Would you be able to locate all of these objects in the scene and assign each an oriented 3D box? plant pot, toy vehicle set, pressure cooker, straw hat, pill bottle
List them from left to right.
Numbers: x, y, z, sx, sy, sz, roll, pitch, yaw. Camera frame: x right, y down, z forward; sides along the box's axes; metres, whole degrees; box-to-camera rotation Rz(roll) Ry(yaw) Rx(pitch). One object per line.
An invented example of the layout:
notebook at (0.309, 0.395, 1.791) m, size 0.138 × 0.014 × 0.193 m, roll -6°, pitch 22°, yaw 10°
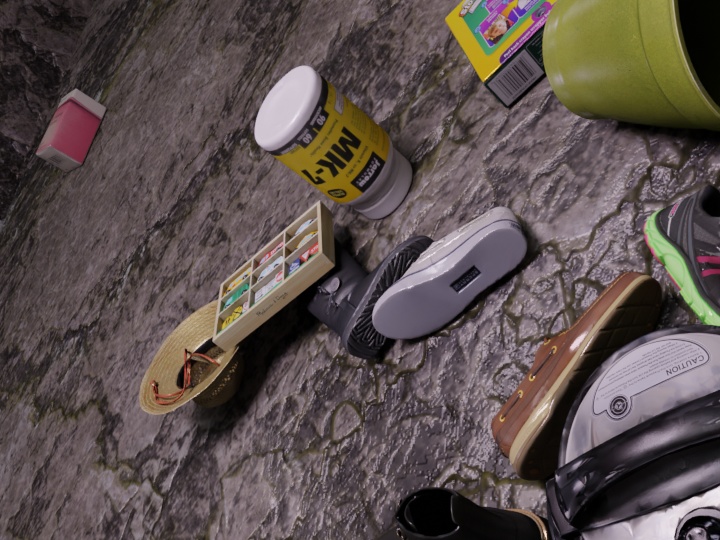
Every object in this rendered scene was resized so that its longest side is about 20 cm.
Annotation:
straw hat at (-0.213, 0.143, 1.050) m, size 0.198 × 0.086 × 0.203 m, roll -27°, pitch 33°, yaw 19°
toy vehicle set at (-0.116, 0.007, 0.985) m, size 0.199 × 0.026 × 0.125 m, roll -38°, pitch 30°, yaw 19°
pill bottle at (-0.029, -0.157, 0.950) m, size 0.113 × 0.198 × 0.116 m, roll -29°, pitch 44°, yaw 33°
plant pot at (0.270, -0.215, 0.662) m, size 0.192 × 0.198 × 0.204 m, roll 5°, pitch 68°, yaw 63°
pressure cooker at (0.221, 0.131, 0.448) m, size 0.177 × 0.198 × 0.179 m, roll 22°, pitch 83°, yaw 54°

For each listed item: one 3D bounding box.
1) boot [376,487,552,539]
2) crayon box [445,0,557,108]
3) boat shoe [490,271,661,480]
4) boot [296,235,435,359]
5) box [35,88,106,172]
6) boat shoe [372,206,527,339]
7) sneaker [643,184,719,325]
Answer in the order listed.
boot at (0.050, 0.225, 0.636) m, size 0.198 × 0.137 × 0.079 m, roll -28°, pitch 45°, yaw 36°
crayon box at (0.212, -0.327, 0.904) m, size 0.199 × 0.058 × 0.175 m, roll -41°, pitch 38°, yaw 23°
boat shoe at (0.180, 0.081, 0.640) m, size 0.202 × 0.071 × 0.068 m, roll -57°, pitch 38°, yaw 7°
boot at (-0.001, 0.001, 0.930) m, size 0.166 × 0.065 × 0.200 m, roll -50°, pitch 29°, yaw 0°
box at (-0.863, -0.416, 2.207) m, size 0.126 × 0.108 × 0.204 m, roll -8°, pitch 59°, yaw 47°
boat shoe at (0.093, 0.000, 0.812) m, size 0.199 × 0.071 × 0.070 m, roll -40°, pitch 24°, yaw 25°
sneaker at (0.290, 0.004, 0.561) m, size 0.084 × 0.076 × 0.202 m, roll -44°, pitch 39°, yaw 24°
